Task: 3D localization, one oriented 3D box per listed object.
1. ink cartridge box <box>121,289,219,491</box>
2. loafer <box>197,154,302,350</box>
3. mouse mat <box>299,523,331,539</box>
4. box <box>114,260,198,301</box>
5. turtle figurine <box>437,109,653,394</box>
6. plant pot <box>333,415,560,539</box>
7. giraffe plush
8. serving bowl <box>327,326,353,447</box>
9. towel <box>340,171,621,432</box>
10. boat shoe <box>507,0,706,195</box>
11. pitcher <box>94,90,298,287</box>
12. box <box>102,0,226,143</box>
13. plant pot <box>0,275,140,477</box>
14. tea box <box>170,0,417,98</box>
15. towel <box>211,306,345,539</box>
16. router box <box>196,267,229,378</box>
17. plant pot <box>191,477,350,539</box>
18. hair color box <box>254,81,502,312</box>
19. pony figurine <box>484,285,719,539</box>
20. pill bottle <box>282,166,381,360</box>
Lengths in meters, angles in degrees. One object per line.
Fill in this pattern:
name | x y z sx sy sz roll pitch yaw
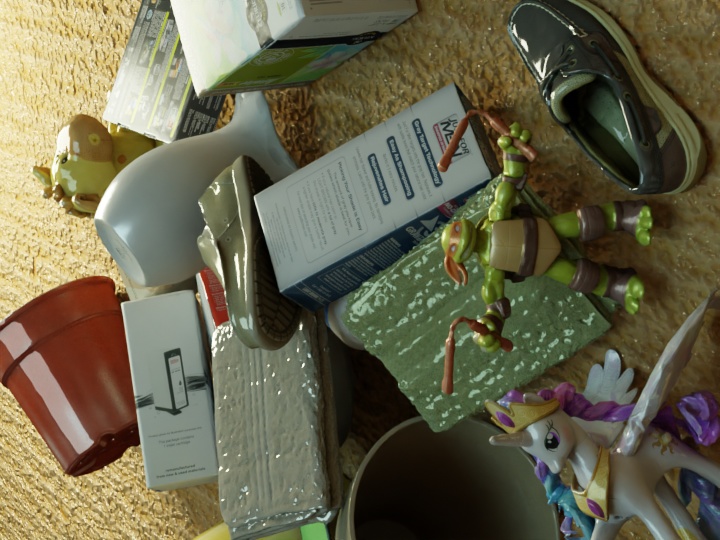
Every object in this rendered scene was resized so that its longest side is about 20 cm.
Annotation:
ink cartridge box | -0.205 0.137 1.330 0.146 0.083 0.203 106 154 -77
loafer | -0.100 -0.008 1.031 0.068 0.076 0.202 -28 46 21
mouse mat | -0.053 0.188 1.111 0.161 0.007 0.203 124 137 -72
box | -0.189 -0.048 1.316 0.200 0.077 0.096 -44 64 38
turtle figurine | 0.124 -0.008 0.863 0.064 0.159 0.203 -176 92 -84
plant pot | 0.050 0.247 1.052 0.189 0.185 0.200 65 154 16
giraffe plush | -0.290 -0.128 1.383 0.172 0.161 0.203 -12 90 53
serving bowl | -0.050 0.091 1.190 0.200 0.065 0.203 166 90 -76
towel | 0.093 0.030 0.945 0.199 0.036 0.149 -39 93 25
boat shoe | 0.165 -0.132 0.861 0.202 0.065 0.072 55 137 27
pitcher | -0.140 -0.056 1.158 0.172 0.199 0.121 52 158 -3
box | -0.188 -0.234 1.255 0.159 0.044 0.203 21 93 47
plant pot | -0.359 0.145 1.547 0.196 0.199 0.201 57 139 13
tea box | -0.077 -0.287 1.081 0.196 0.132 0.203 -23 82 53
towel | -0.073 0.126 1.037 0.132 0.034 0.203 -22 64 37
router box | -0.125 0.100 1.242 0.180 0.048 0.202 -118 20 -55
plant pot | -0.095 0.326 1.237 0.200 0.187 0.204 20 116 48
hair color box | 0.017 -0.058 0.986 0.198 0.060 0.101 -28 60 17
pony figurine | 0.194 0.124 0.824 0.200 0.193 0.167 47 140 7
pill bottle | 0.000 0.000 1.081 0.200 0.111 0.113 44 132 35
